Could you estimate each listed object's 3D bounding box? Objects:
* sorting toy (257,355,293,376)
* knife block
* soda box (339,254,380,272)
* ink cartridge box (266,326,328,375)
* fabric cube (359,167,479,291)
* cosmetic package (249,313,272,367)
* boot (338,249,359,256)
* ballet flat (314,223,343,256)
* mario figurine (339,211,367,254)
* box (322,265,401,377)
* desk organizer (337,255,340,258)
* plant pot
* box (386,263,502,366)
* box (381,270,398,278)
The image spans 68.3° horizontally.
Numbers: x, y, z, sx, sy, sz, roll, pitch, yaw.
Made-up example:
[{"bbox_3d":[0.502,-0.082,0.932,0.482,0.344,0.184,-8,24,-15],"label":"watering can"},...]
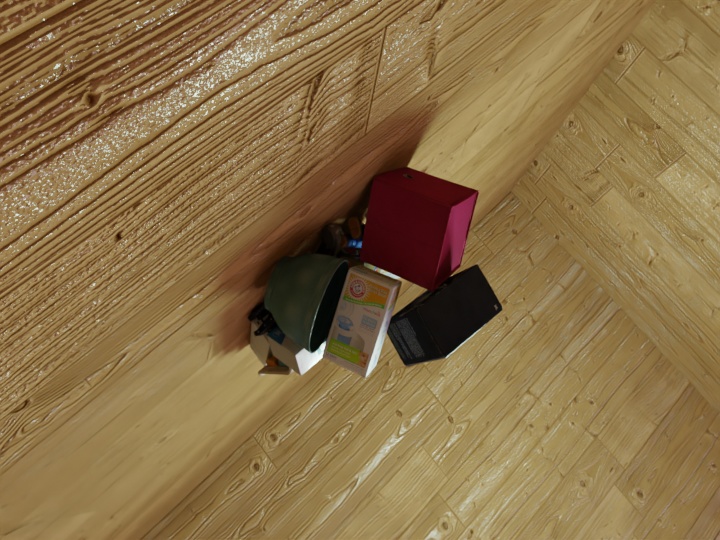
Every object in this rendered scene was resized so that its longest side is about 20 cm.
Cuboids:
[{"bbox_3d":[-0.159,0.204,1.356,0.183,0.037,0.198,-36,-172,-36],"label":"sorting toy"},{"bbox_3d":[-0.178,0.064,1.231,0.174,0.064,0.201,-37,168,-39],"label":"knife block"},{"bbox_3d":[0.000,0.000,1.342,0.199,0.065,0.067,-12,115,-75],"label":"soda box"},{"bbox_3d":[-0.110,0.142,1.261,0.198,0.114,0.069,-38,133,-32],"label":"ink cartridge box"},{"bbox_3d":[0.137,-0.105,1.231,0.195,0.194,0.207,-28,134,-55],"label":"fabric cube"},{"bbox_3d":[-0.225,0.165,1.390,0.112,0.082,0.201,-37,169,-24],"label":"cosmetic package"},{"bbox_3d":[-0.057,0.014,1.504,0.190,0.063,0.200,-58,172,4],"label":"boot"},{"bbox_3d":[-0.078,-0.039,1.231,0.046,0.067,0.202,-33,159,-35],"label":"ballet flat"},{"bbox_3d":[-0.008,-0.095,1.313,0.199,0.119,0.111,12,84,-69],"label":"mario figurine"},{"bbox_3d":[0.005,0.105,1.162,0.101,0.109,0.207,-17,126,-74],"label":"box"},{"bbox_3d":[-0.105,0.044,1.383,0.072,0.075,0.203,-57,175,-50],"label":"desk organizer"},{"bbox_3d":[-0.120,0.050,1.115,0.200,0.130,0.207,22,89,-79],"label":"plant pot"},{"bbox_3d":[0.184,0.107,1.221,0.197,0.127,0.196,-32,180,-26],"label":"box"},{"bbox_3d":[0.068,-0.039,1.570,0.097,0.117,0.200,-14,169,2],"label":"box"}]
